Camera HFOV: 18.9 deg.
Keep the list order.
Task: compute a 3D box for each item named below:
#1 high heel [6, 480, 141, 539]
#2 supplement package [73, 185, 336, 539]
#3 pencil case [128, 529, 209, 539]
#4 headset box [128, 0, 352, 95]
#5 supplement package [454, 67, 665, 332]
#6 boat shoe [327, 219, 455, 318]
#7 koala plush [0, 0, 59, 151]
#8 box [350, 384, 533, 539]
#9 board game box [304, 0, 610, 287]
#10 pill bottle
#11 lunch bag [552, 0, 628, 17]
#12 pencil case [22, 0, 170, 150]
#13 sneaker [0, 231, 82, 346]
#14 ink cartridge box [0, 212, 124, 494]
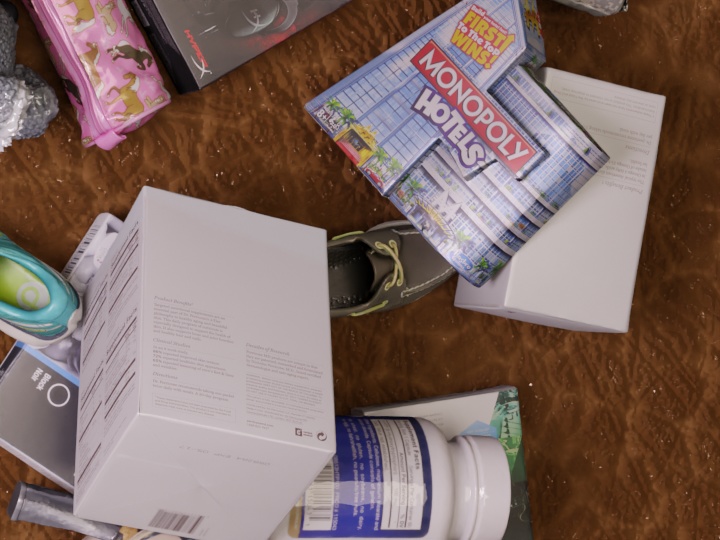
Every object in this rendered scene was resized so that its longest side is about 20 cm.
[{"bbox_3d":[-0.228,0.270,1.687,0.142,0.071,0.201,16,103,-19],"label":"high heel"},{"bbox_3d":[-0.117,0.074,1.603,0.151,0.151,0.201,13,50,-21],"label":"supplement package"},{"bbox_3d":[-0.155,0.276,1.662,0.089,0.201,0.078,9,49,-8],"label":"pencil case"},{"bbox_3d":[-0.090,-0.255,1.733,0.199,0.077,0.150,-31,101,-15],"label":"headset box"},{"bbox_3d":[0.165,-0.056,1.807,0.116,0.117,0.202,12,86,-20],"label":"supplement package"},{"bbox_3d":[0.001,0.003,1.779,0.200,0.060,0.073,-13,93,-19],"label":"boat shoe"},{"bbox_3d":[-0.310,-0.146,1.581,0.183,0.200,0.178,-39,103,-22],"label":"koala plush"},{"bbox_3d":[0.073,0.206,1.823,0.143,0.036,0.202,-8,95,-19],"label":"box"},{"bbox_3d":[0.093,-0.129,1.725,0.200,0.062,0.200,-46,71,10],"label":"board game box"},{"bbox_3d":[0.012,0.176,1.722,0.198,0.120,0.121,3,90,-17],"label":"pill bottle"},{"bbox_3d":[0.145,-0.310,1.782,0.198,0.139,0.169,14,86,-19],"label":"lunch bag"},{"bbox_3d":[-0.221,-0.196,1.683,0.086,0.083,0.201,-32,102,-21],"label":"pencil case"},{"bbox_3d":[-0.300,-0.013,1.648,0.199,0.080,0.078,26,80,3],"label":"sneaker"},{"bbox_3d":[-0.179,0.091,1.728,0.199,0.043,0.199,36,79,-18],"label":"ink cartridge box"}]
